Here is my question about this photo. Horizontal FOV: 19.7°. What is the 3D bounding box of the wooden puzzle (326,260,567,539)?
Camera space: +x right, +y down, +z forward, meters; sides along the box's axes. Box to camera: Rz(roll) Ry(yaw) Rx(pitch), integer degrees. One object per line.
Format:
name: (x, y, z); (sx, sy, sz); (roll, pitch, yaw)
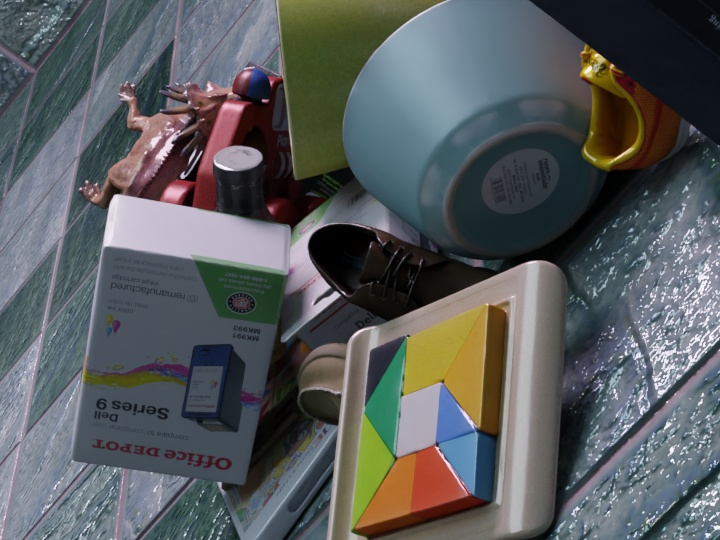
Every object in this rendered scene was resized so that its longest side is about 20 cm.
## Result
wooden puzzle: (0.050, 0.099, 1.360); (0.199, 0.037, 0.186); (-21, 55, 46)

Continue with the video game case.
video game case: (-0.050, 0.123, 1.684); (0.182, 0.023, 0.200); (-54, 19, 5)

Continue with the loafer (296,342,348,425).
loafer: (0.011, 0.095, 1.496); (0.200, 0.076, 0.068); (-14, 51, 58)

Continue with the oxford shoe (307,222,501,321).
oxford shoe: (0.039, 0.016, 1.466); (0.199, 0.084, 0.073); (18, 84, 37)

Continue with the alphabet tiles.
alphabet tiles: (-0.081, 0.095, 1.759); (0.167, 0.008, 0.200); (-46, 21, 24)

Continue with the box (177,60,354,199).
box: (-0.099, -0.079, 1.973); (0.201, 0.124, 0.149); (-55, 20, 1)

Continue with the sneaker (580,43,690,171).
sneaker: (0.184, -0.156, 1.363); (0.073, 0.077, 0.201); (29, 127, 49)

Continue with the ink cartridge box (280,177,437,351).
ink cartridge box: (0.000, 0.000, 1.656); (0.117, 0.067, 0.200); (-38, 20, 18)

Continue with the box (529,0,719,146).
box: (0.234, -0.204, 1.265); (0.197, 0.199, 0.124); (-59, 18, -11)

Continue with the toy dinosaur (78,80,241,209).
toy dinosaur: (-0.186, -0.102, 1.920); (0.135, 0.086, 0.201); (8, 71, 61)

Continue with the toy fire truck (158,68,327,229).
toy fire truck: (-0.093, -0.089, 1.800); (0.200, 0.111, 0.169); (-6, -76, -70)

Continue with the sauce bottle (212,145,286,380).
sauce bottle: (-0.093, -0.005, 1.681); (0.066, 0.065, 0.201); (-89, 0, -58)

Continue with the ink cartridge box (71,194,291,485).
ink cartridge box: (-0.142, 0.058, 1.628); (0.088, 0.144, 0.201); (-92, 14, -60)

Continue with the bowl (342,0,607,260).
bowl: (0.096, -0.085, 1.462); (0.201, 0.200, 0.105); (-47, 40, 22)

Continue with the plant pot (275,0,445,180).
plant pot: (0.034, -0.177, 1.692); (0.187, 0.198, 0.189); (174, 90, -88)
